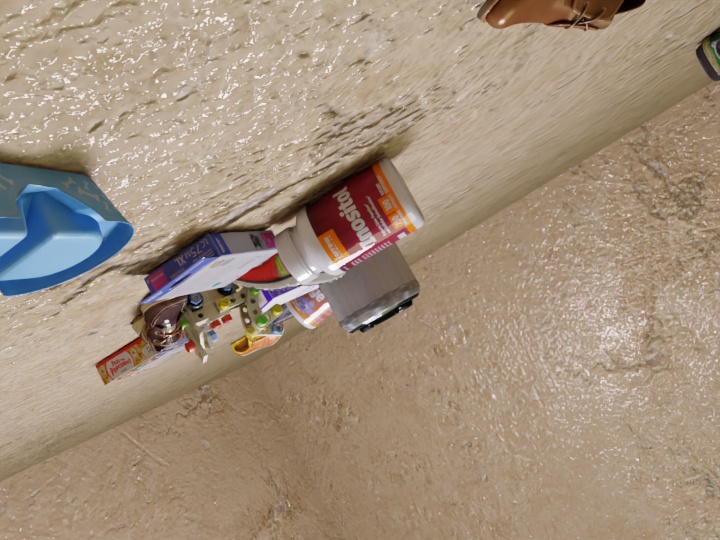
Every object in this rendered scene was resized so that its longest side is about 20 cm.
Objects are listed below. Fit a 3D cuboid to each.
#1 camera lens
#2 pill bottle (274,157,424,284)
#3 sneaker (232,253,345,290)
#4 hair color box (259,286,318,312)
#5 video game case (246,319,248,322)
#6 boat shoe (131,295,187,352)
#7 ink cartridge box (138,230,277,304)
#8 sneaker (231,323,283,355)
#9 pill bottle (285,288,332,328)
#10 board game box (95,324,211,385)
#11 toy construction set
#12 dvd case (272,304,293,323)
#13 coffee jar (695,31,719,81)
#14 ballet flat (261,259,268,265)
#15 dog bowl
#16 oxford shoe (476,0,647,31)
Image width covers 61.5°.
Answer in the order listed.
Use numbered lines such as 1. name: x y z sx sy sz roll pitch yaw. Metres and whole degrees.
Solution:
1. camera lens: 0.000 0.000 1.088 0.160 0.200 0.160 -29 174 -3
2. pill bottle: -0.018 -0.065 0.872 0.200 0.113 0.113 -31 174 10
3. sneaker: -0.122 -0.014 1.011 0.199 0.085 0.077 -8 -177 9
4. hair color box: -0.138 0.018 1.267 0.200 0.065 0.109 -23 171 -39
5. video game case: -0.198 0.073 1.648 0.200 0.023 0.182 -32 174 25
6. boat shoe: -0.305 0.083 0.952 0.072 0.072 0.200 -25 173 -39
7. ink cartridge box: -0.203 -0.009 0.821 0.119 0.042 0.200 -31 177 20
8. sneaker: -0.354 0.240 2.112 0.200 0.073 0.077 -32 164 0
9. pill bottle: -0.074 0.035 1.421 0.200 0.112 0.112 -41 173 9
10. board game box: -0.400 0.151 1.212 0.200 0.046 0.151 -31 174 13
11. toy construction set: -0.230 0.084 1.034 0.092 0.131 0.200 -34 172 39
12. dvd case: -0.143 0.057 1.558 0.149 0.016 0.200 -23 156 -47
13. coffee jar: 0.825 -0.498 1.304 0.085 0.105 0.200 -25 174 -14
14. ballet flat: -0.126 -0.007 1.150 0.072 0.068 0.200 -9 -175 31
15. dog bowl: -0.246 -0.026 0.409 0.111 0.050 0.200 -31 175 16
16. oxford shoe: 0.192 -0.247 0.545 0.200 0.071 0.071 -25 175 -24
